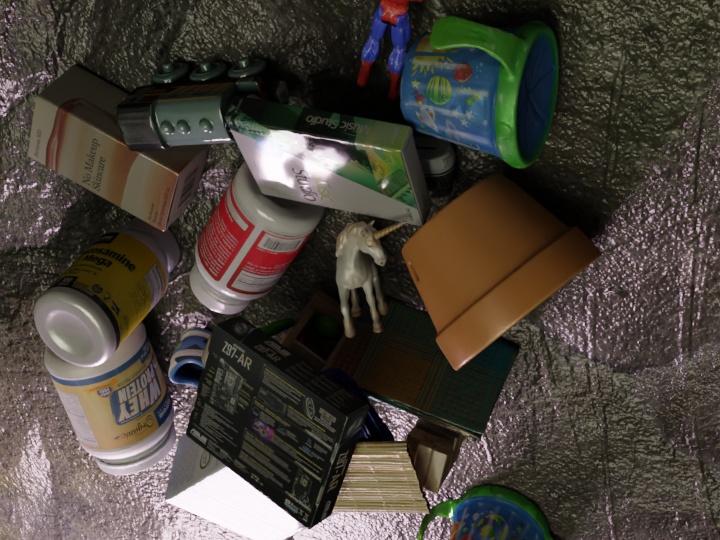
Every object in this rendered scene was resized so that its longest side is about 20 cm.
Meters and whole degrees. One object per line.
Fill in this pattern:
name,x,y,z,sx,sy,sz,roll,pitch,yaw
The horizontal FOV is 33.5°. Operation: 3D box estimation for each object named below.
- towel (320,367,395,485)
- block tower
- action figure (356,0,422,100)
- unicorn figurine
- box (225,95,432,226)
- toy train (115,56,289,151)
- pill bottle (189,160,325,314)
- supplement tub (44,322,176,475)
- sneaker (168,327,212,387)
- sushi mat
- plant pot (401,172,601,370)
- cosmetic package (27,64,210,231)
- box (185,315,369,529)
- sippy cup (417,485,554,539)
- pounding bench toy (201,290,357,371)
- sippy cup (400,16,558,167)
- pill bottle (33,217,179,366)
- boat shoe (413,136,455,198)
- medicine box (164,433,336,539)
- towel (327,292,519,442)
towel,-0.059,0.194,1.408,0.199,0.050,0.148,-22,104,38
block tower,0.103,0.185,1.427,0.054,0.200,0.058,19,115,14
action figure,0.042,-0.275,1.215,0.065,0.100,0.200,23,153,7
unicorn figurine,0.000,0.000,1.360,0.073,0.200,0.139,-13,106,-12
box,-0.030,-0.114,1.257,0.198,0.037,0.145,11,154,20
toy train,-0.180,-0.183,1.355,0.198,0.114,0.086,2,125,27
pill bottle,-0.131,-0.038,1.437,0.112,0.112,0.200,37,132,-2
supplement tub,-0.345,0.171,1.682,0.143,0.145,0.201,2,124,26
sneaker,-0.167,0.144,1.612,0.198,0.082,0.075,14,128,16
sushi mat,-0.017,0.238,1.370,0.198,0.012,0.096,-7,115,33
plant pot,0.138,-0.009,1.279,0.140,0.200,0.200,52,132,6
cosmetic package,-0.294,-0.149,1.458,0.199,0.087,0.104,28,133,7
box,-0.099,0.170,1.353,0.199,0.043,0.161,31,120,25
sippy cup,0.169,0.377,1.574,0.177,0.131,0.140,-13,117,33
pounding bench toy,-0.081,0.107,1.488,0.199,0.156,0.124,37,132,-3
sippy cup,0.114,-0.180,1.180,0.129,0.140,0.179,11,126,23
pill bottle,-0.314,0.020,1.516,0.111,0.200,0.113,13,129,17
boat shoe,0.009,-0.111,1.337,0.198,0.072,0.071,9,126,21
medicine box,-0.135,0.275,1.639,0.181,0.104,0.200,31,135,-27
towel,0.075,0.111,1.418,0.198,0.147,0.022,20,140,15
